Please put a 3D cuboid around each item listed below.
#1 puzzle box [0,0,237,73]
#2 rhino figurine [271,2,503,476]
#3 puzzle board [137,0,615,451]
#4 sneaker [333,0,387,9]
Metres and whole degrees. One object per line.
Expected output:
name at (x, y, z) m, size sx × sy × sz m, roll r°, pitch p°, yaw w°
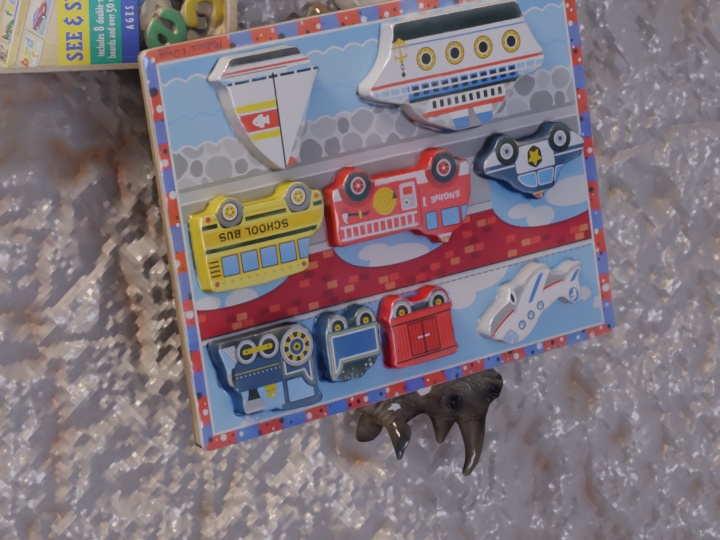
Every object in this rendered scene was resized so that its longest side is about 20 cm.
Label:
puzzle box at (-0.112, -0.175, 0.953) m, size 0.132 × 0.025 × 0.202 m, roll -5°, pitch 99°, yaw -25°
rhino figurine at (0.000, 0.000, 1.010) m, size 0.087 × 0.060 × 0.201 m, roll -36°, pitch 111°, yaw -22°
puzzle board at (0.014, -0.027, 0.972) m, size 0.199 × 0.017 × 0.152 m, roll -15°, pitch 103°, yaw -32°
sneaker at (0.019, -0.182, 0.967) m, size 0.073 × 0.115 × 0.201 m, roll -20°, pitch 106°, yaw -24°
